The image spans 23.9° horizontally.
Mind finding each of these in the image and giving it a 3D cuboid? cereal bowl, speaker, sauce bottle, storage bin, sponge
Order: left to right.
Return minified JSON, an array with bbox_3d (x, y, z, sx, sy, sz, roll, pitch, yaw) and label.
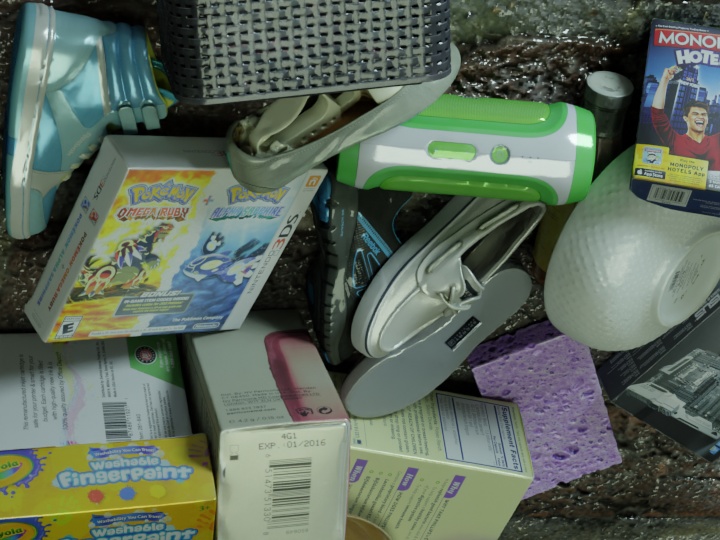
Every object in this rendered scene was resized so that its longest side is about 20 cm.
[{"bbox_3d":[-0.043,-0.189,1.220,0.200,0.135,0.094,-6,114,-10],"label":"storage bin"},{"bbox_3d":[0.082,-0.099,1.354,0.200,0.088,0.089,5,128,-3],"label":"speaker"},{"bbox_3d":[0.178,0.132,1.629,0.111,0.030,0.200,-20,131,3],"label":"sponge"},{"bbox_3d":[0.191,-0.073,1.440,0.066,0.066,0.200,-4,130,-13],"label":"sauce bottle"},{"bbox_3d":[0.252,-0.012,1.440,0.200,0.083,0.200,-33,143,-29],"label":"cereal bowl"}]

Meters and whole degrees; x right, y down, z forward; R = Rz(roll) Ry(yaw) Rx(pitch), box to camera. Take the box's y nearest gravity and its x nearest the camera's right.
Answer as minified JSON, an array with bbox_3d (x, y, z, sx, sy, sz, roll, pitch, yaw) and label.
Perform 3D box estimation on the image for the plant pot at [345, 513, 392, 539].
[{"bbox_3d":[-0.061,0.288,1.538,0.200,0.027,0.200,-12,129,-16],"label":"plant pot"}]

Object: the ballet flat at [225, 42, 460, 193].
[{"bbox_3d":[-0.012,-0.128,1.281,0.200,0.067,0.064,-32,146,-6],"label":"ballet flat"}]

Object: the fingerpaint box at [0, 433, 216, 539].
[{"bbox_3d":[-0.222,0.217,1.368,0.200,0.073,0.167,-3,135,-13],"label":"fingerpaint box"}]

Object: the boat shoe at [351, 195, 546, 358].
[{"bbox_3d":[0.076,0.003,1.428,0.200,0.066,0.072,-45,143,-7],"label":"boat shoe"}]

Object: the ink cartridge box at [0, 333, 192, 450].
[{"bbox_3d":[-0.249,0.129,1.430,0.200,0.145,0.084,-1,132,-15],"label":"ink cartridge box"}]

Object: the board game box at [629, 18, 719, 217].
[{"bbox_3d":[0.325,-0.132,1.373,0.200,0.200,0.062,10,156,4],"label":"board game box"}]

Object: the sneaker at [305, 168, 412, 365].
[{"bbox_3d":[0.000,0.000,1.443,0.082,0.073,0.200,-7,132,-16],"label":"sneaker"}]

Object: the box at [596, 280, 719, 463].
[{"bbox_3d":[0.351,0.079,1.620,0.158,0.050,0.200,31,115,-33],"label":"box"}]

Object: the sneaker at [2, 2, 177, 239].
[{"bbox_3d":[-0.205,-0.104,1.296,0.130,0.080,0.200,3,128,-16],"label":"sneaker"}]

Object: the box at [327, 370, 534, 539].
[{"bbox_3d":[0.032,0.199,1.581,0.200,0.097,0.176,11,129,-15],"label":"box"}]

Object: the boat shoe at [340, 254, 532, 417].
[{"bbox_3d":[0.058,0.048,1.498,0.200,0.070,0.071,-42,131,9],"label":"boat shoe"}]

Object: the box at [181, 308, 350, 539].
[{"bbox_3d":[-0.084,0.133,1.433,0.109,0.200,0.128,-4,117,-13],"label":"box"}]

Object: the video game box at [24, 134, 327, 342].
[{"bbox_3d":[-0.145,-0.025,1.354,0.200,0.047,0.182,-3,132,-42],"label":"video game box"}]
